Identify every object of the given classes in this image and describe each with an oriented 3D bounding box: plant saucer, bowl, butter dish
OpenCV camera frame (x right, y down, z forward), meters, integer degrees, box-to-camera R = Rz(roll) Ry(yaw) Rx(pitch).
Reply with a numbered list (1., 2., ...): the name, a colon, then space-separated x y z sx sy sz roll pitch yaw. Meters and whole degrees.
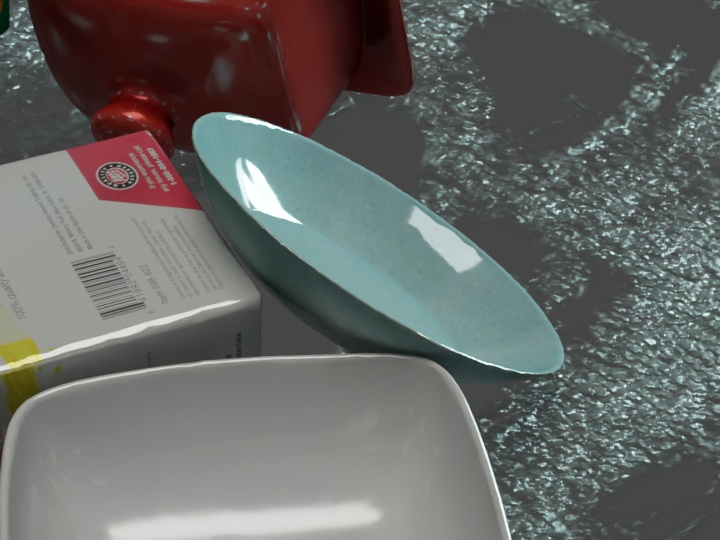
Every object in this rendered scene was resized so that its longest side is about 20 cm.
1. plant saucer: 0.000 0.000 1.162 0.200 0.039 0.201 32 16 -10
2. bowl: -0.043 0.125 1.018 0.198 0.075 0.200 -4 37 -8
3. butter dish: -0.091 -0.119 1.281 0.198 0.200 0.149 14 62 17

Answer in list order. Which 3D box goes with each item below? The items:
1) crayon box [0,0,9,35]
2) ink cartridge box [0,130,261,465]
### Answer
1. crayon box: -0.282 -0.136 1.215 0.199 0.059 0.119 18 40 19
2. ink cartridge box: -0.160 0.027 1.137 0.199 0.084 0.145 -14 40 -20
